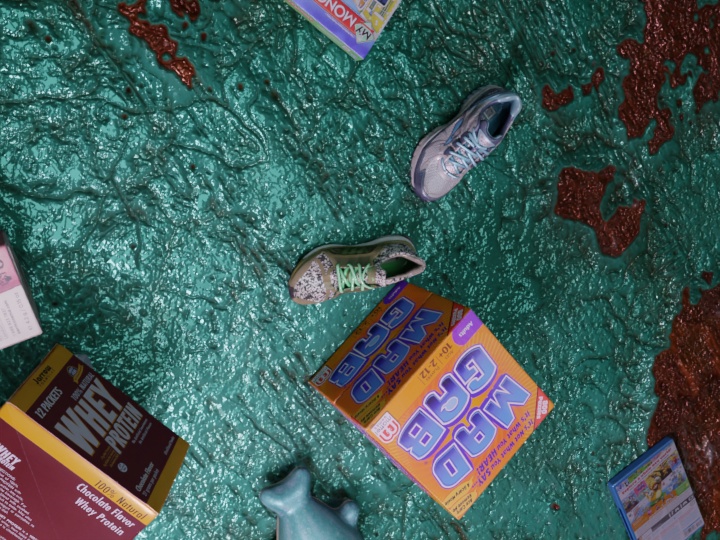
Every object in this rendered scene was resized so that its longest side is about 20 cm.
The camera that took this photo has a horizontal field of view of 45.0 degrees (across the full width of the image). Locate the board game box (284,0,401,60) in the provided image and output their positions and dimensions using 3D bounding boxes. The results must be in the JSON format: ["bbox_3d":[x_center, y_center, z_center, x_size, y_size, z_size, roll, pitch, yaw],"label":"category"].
[{"bbox_3d":[-0.039,-0.385,1.109,0.200,0.029,0.135,34,85,-26],"label":"board game box"}]

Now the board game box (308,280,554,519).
[{"bbox_3d":[0.092,0.166,1.180,0.200,0.200,0.200,-47,114,-9],"label":"board game box"}]

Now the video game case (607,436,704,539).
[{"bbox_3d":[0.518,0.408,1.517,0.143,0.018,0.201,-32,111,-15],"label":"video game case"}]

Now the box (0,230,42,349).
[{"bbox_3d":[-0.466,0.045,0.948,0.199,0.128,0.109,-22,107,-19],"label":"box"}]

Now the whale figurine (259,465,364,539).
[{"bbox_3d":[-0.064,0.373,1.203,0.159,0.104,0.201,-28,110,-16],"label":"whale figurine"}]

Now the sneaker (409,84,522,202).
[{"bbox_3d":[0.146,-0.179,1.199,0.078,0.086,0.200,41,82,-24],"label":"sneaker"}]

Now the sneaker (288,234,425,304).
[{"bbox_3d":[0.000,0.000,1.168,0.199,0.089,0.077,-18,107,-20],"label":"sneaker"}]

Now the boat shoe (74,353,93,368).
[{"bbox_3d":[-0.344,0.197,1.073,0.071,0.072,0.201,-12,106,0],"label":"boat shoe"}]

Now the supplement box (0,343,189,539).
[{"bbox_3d":[-0.341,0.234,0.976,0.197,0.133,0.200,41,109,-11],"label":"supplement box"}]
